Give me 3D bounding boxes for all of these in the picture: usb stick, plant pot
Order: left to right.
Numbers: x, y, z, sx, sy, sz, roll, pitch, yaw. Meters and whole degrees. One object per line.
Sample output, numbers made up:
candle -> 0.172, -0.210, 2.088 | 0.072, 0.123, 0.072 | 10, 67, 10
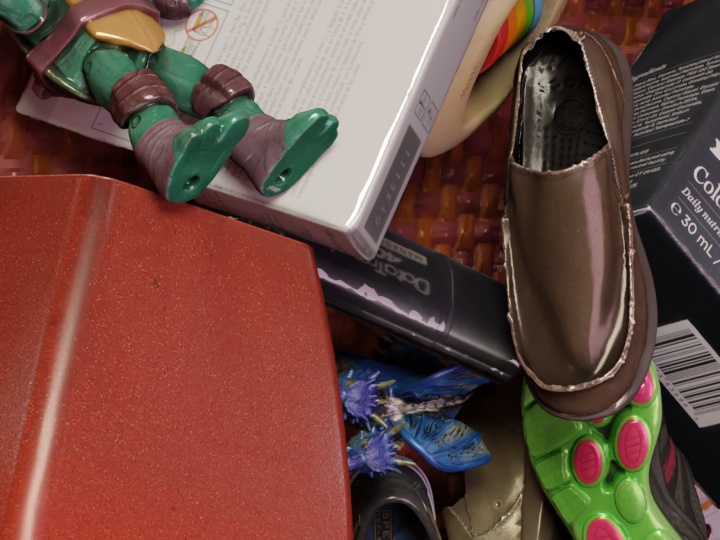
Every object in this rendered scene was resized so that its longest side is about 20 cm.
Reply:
plant pot -> -0.123, 0.059, 1.255 | 0.199, 0.199, 0.177 | 17, 78, -44
usb stick -> 0.000, 0.000, 1.383 | 0.199, 0.033, 0.056 | 25, 47, -30

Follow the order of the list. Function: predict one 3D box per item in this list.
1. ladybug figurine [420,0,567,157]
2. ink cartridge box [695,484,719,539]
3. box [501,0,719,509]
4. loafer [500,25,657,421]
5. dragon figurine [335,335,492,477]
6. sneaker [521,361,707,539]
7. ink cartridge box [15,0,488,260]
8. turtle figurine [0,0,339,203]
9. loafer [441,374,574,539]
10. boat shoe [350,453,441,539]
ladybug figurine -> 0.048, -0.129, 1.406 | 0.136, 0.072, 0.200 | -67, 168, 24
ink cartridge box -> 0.162, 0.080, 1.622 | 0.160, 0.047, 0.201 | -19, 118, -39
box -> 0.213, -0.016, 1.530 | 0.200, 0.124, 0.197 | 48, 54, -18
loafer -> 0.094, -0.028, 1.383 | 0.071, 0.073, 0.201 | 39, 44, -63
dragon figurine -> 0.035, 0.067, 1.456 | 0.199, 0.099, 0.059 | -3, 103, -43
sneaker -> 0.131, 0.103, 1.489 | 0.084, 0.076, 0.201 | -75, 152, -72
ink cartridge box -> -0.036, -0.124, 1.304 | 0.201, 0.173, 0.044 | -66, 158, -13
turtle figurine -> -0.105, -0.113, 1.247 | 0.149, 0.200, 0.101 | -22, 150, -38
loafer -> 0.081, 0.151, 1.519 | 0.076, 0.067, 0.201 | 29, 64, -52
boat shoe -> 0.022, 0.194, 1.481 | 0.069, 0.066, 0.201 | -2, 105, -5
